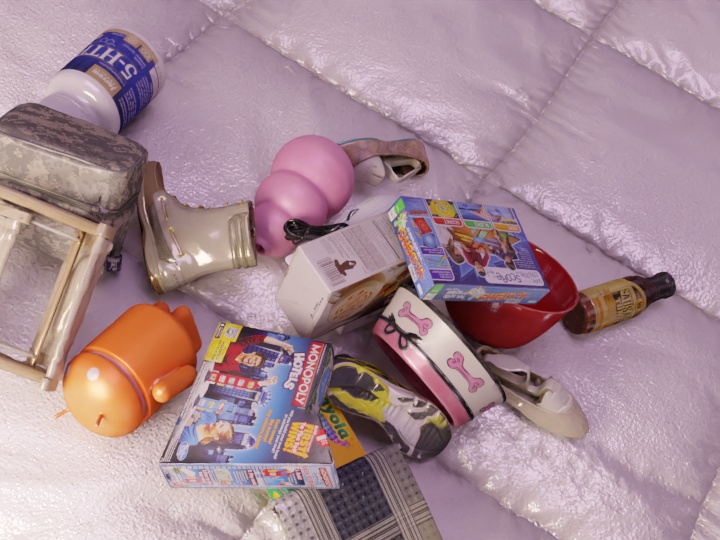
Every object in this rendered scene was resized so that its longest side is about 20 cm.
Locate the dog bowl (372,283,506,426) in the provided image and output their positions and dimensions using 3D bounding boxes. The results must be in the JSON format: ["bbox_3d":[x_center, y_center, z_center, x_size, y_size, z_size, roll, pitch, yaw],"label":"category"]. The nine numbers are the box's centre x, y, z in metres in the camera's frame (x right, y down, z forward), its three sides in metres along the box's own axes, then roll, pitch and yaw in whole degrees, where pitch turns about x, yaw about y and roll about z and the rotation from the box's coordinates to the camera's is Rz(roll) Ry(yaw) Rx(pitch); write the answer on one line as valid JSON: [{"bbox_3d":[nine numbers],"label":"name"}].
[{"bbox_3d":[0.094,0.116,1.518,0.074,0.200,0.200,-41,71,-6],"label":"dog bowl"}]

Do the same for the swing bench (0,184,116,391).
[{"bbox_3d":[-0.407,0.013,1.388,0.198,0.130,0.201,21,85,-4],"label":"swing bench"}]

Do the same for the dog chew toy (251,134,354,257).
[{"bbox_3d":[-0.092,-0.098,1.667,0.124,0.125,0.201,31,55,6],"label":"dog chew toy"}]

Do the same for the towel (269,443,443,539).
[{"bbox_3d":[0.008,0.326,1.379,0.191,0.034,0.202,-20,81,-34],"label":"towel"}]

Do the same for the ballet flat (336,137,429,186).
[{"bbox_3d":[0.032,-0.163,1.786,0.198,0.068,0.068,-10,67,-39],"label":"ballet flat"}]

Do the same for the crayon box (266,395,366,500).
[{"bbox_3d":[-0.082,0.202,1.460,0.118,0.059,0.201,-17,60,-31],"label":"crayon box"}]

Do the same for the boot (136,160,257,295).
[{"bbox_3d":[-0.219,-0.074,1.590,0.153,0.072,0.202,-15,61,1],"label":"boot"}]

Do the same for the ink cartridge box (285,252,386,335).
[{"bbox_3d":[-0.006,0.010,1.641,0.198,0.068,0.117,-21,62,-34],"label":"ink cartridge box"}]

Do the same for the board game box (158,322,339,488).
[{"bbox_3d":[-0.104,0.173,1.377,0.197,0.062,0.202,11,56,15],"label":"board game box"}]

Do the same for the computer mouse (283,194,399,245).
[{"bbox_3d":[0.000,-0.073,1.613,0.198,0.109,0.045,-18,104,-39],"label":"computer mouse"}]

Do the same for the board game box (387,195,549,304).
[{"bbox_3d":[0.140,-0.025,1.519,0.198,0.034,0.137,4,53,-36],"label":"board game box"}]

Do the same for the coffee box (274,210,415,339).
[{"bbox_3d":[0.000,0.000,1.529,0.199,0.115,0.080,-23,66,-36],"label":"coffee box"}]

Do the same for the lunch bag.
[{"bbox_3d":[-0.384,-0.098,1.524,0.198,0.169,0.140,19,25,-4],"label":"lunch bag"}]

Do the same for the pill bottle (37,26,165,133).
[{"bbox_3d":[-0.375,-0.248,1.679,0.119,0.120,0.201,29,48,5],"label":"pill bottle"}]

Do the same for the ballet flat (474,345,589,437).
[{"bbox_3d":[0.231,0.161,1.608,0.198,0.070,0.070,27,48,2],"label":"ballet flat"}]

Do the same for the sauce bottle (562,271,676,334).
[{"bbox_3d":[0.390,0.042,1.765,0.198,0.066,0.066,-18,60,-29],"label":"sauce bottle"}]

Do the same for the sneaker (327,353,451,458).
[{"bbox_3d":[0.036,0.164,1.509,0.199,0.075,0.085,37,10,-22],"label":"sneaker"}]

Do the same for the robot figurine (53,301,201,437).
[{"bbox_3d":[-0.274,0.119,1.416,0.143,0.117,0.200,38,49,7],"label":"robot figurine"}]

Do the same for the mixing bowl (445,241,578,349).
[{"bbox_3d":[0.192,0.037,1.651,0.198,0.109,0.201,18,31,-11],"label":"mixing bowl"}]
